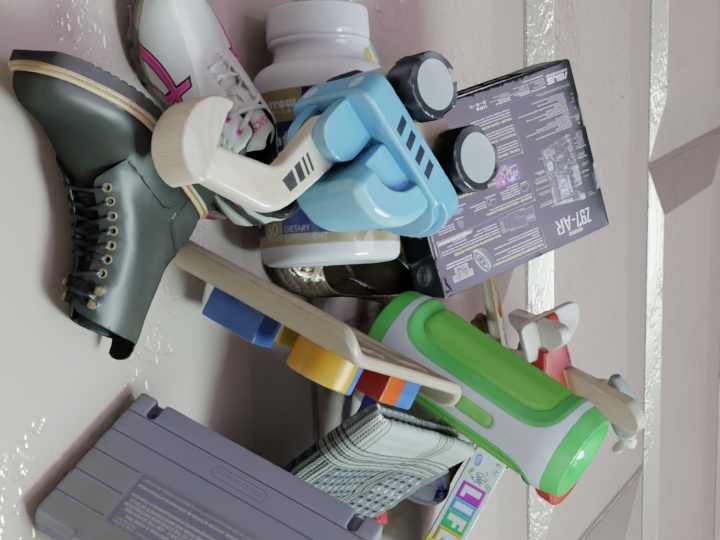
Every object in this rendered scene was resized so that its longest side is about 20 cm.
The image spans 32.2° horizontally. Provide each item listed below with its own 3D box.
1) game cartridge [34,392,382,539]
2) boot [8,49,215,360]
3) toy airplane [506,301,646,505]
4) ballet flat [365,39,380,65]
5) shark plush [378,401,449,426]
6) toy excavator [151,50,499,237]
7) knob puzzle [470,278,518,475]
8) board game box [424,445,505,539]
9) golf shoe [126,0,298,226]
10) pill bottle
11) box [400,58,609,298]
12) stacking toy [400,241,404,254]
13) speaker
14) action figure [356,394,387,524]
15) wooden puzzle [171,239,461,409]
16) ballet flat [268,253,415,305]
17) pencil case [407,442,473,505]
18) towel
[{"bbox_3d":[-0.101,0.174,0.837,0.130,0.200,0.038,-52,163,-40],"label":"game cartridge"},{"bbox_3d":[-0.170,-0.037,0.797,0.200,0.077,0.139,45,61,-53],"label":"boot"},{"bbox_3d":[0.225,0.130,1.365,0.141,0.199,0.200,-1,54,-27],"label":"toy airplane"},{"bbox_3d":[-0.007,-0.127,1.077,0.063,0.069,0.200,-44,132,-31],"label":"ballet flat"},{"bbox_3d":[0.043,0.144,1.091,0.200,0.091,0.083,-36,158,-51],"label":"shark plush"},{"bbox_3d":[-0.022,-0.074,0.840,0.195,0.100,0.200,55,53,-25],"label":"toy excavator"},{"bbox_3d":[0.129,0.096,1.193,0.220,0.030,0.220,-10,90,-83],"label":"knob puzzle"},{"bbox_3d":[0.100,0.240,1.248,0.135,0.034,0.200,-61,171,-3],"label":"board game box"},{"bbox_3d":[-0.097,-0.122,0.886,0.073,0.092,0.200,-48,133,-37],"label":"golf shoe"},{"bbox_3d":[-0.029,-0.105,0.982,0.111,0.111,0.200,-1,86,-61],"label":"pill bottle"},{"bbox_3d":[0.118,-0.084,1.098,0.200,0.044,0.160,-23,104,-29],"label":"box"},{"bbox_3d":[0.079,-0.027,1.212,0.146,0.146,0.200,1,110,-61],"label":"stacking toy"},{"bbox_3d":[0.101,0.098,1.026,0.088,0.200,0.089,-43,154,-28],"label":"speaker"},{"bbox_3d":[0.004,0.126,1.140,0.099,0.065,0.200,23,77,-58],"label":"action figure"},{"bbox_3d":[-0.038,0.051,0.943,0.046,0.185,0.200,-61,149,-2],"label":"wooden puzzle"},{"bbox_3d":[0.000,0.000,1.092,0.200,0.046,0.068,17,75,-45],"label":"ballet flat"},{"bbox_3d":[0.088,0.145,1.272,0.200,0.083,0.091,-51,161,-45],"label":"pencil case"},{"bbox_3d":[-0.012,0.182,1.025,0.200,0.192,0.035,25,31,-60],"label":"towel"}]
